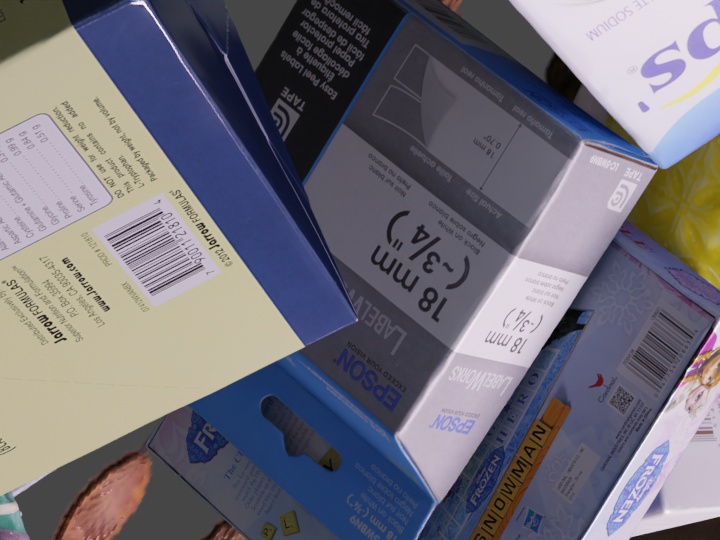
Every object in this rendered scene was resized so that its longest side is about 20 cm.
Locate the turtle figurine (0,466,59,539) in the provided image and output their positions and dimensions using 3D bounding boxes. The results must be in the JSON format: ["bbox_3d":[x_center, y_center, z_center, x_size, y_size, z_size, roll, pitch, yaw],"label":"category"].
[{"bbox_3d":[-0.150,0.154,1.131,0.200,0.101,0.150,-19,138,-33],"label":"turtle figurine"}]

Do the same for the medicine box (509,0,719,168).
[{"bbox_3d":[0.127,-0.162,1.037,0.182,0.103,0.200,-34,142,12],"label":"medicine box"}]

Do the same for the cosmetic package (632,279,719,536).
[{"bbox_3d":[0.057,0.073,1.203,0.200,0.102,0.074,-16,168,37],"label":"cosmetic package"}]

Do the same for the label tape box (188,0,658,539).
[{"bbox_3d":[0.000,0.000,1.108,0.063,0.144,0.200,11,114,-57],"label":"label tape box"}]

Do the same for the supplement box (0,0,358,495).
[{"bbox_3d":[-0.138,-0.034,0.834,0.199,0.134,0.200,-26,148,4],"label":"supplement box"}]

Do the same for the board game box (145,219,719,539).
[{"bbox_3d":[0.032,0.047,1.148,0.041,0.199,0.200,8,117,-55],"label":"board game box"}]

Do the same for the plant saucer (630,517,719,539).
[{"bbox_3d":[0.116,0.104,1.323,0.200,0.200,0.032,-22,146,-39],"label":"plant saucer"}]

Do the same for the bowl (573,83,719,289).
[{"bbox_3d":[0.150,-0.051,1.270,0.200,0.107,0.200,-57,162,-29],"label":"bowl"}]
